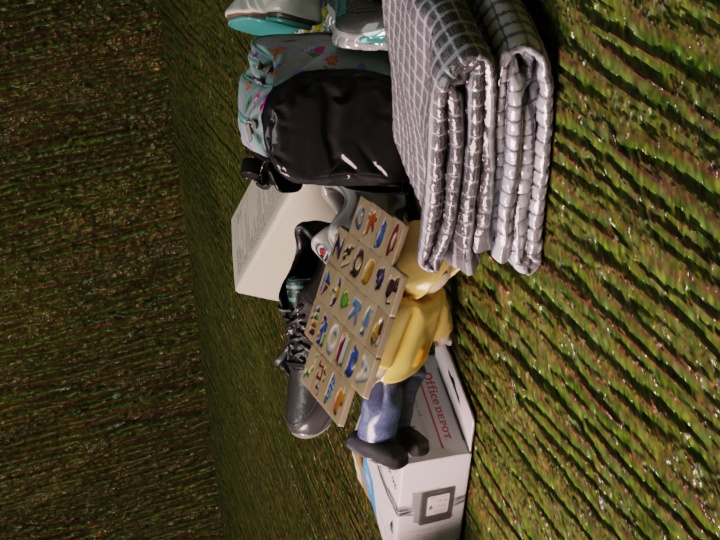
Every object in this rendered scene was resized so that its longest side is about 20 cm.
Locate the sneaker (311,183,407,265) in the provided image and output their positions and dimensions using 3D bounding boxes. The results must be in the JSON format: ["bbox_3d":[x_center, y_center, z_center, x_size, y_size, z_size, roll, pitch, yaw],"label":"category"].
[{"bbox_3d":[0.000,0.000,1.505,0.074,0.087,0.202,109,159,-52],"label":"sneaker"}]

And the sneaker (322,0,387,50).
[{"bbox_3d":[0.006,-0.235,1.413,0.200,0.077,0.092,-132,39,-68],"label":"sneaker"}]

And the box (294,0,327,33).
[{"bbox_3d":[-0.072,-0.331,1.649,0.201,0.034,0.111,59,143,33],"label":"box"}]

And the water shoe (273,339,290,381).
[{"bbox_3d":[-0.012,0.082,1.622,0.072,0.079,0.199,48,156,-16],"label":"water shoe"}]

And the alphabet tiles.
[{"bbox_3d":[-0.006,0.030,1.387,0.200,0.006,0.168,-141,68,-71],"label":"alphabet tiles"}]

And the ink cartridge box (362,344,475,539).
[{"bbox_3d":[0.049,0.160,1.525,0.201,0.066,0.117,93,164,-46],"label":"ink cartridge box"}]

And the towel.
[{"bbox_3d":[0.066,-0.114,1.171,0.166,0.085,0.202,-110,15,-47],"label":"towel"}]

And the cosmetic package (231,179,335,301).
[{"bbox_3d":[-0.058,-0.072,1.664,0.201,0.072,0.104,122,152,-42],"label":"cosmetic package"}]

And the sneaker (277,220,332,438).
[{"bbox_3d":[-0.047,0.051,1.557,0.075,0.079,0.202,-4,71,45],"label":"sneaker"}]

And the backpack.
[{"bbox_3d":[-0.031,-0.138,1.468,0.200,0.165,0.128,-139,57,-67],"label":"backpack"}]

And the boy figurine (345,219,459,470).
[{"bbox_3d":[0.044,0.055,1.392,0.064,0.124,0.202,25,112,28],"label":"boy figurine"}]

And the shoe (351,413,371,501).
[{"bbox_3d":[0.018,0.163,1.676,0.201,0.069,0.054,93,155,-56],"label":"shoe"}]

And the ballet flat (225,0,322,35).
[{"bbox_3d":[-0.074,-0.252,1.567,0.200,0.069,0.070,-162,63,-72],"label":"ballet flat"}]
